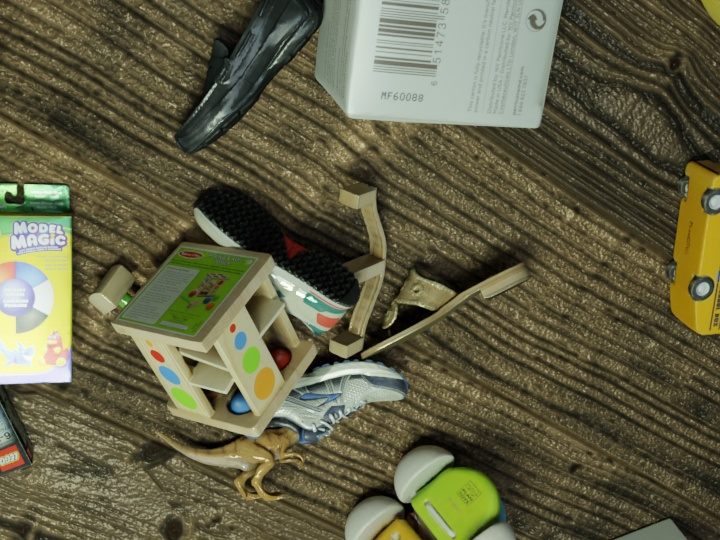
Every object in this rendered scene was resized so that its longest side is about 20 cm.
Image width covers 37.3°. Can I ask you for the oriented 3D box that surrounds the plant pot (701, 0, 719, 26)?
[{"bbox_3d":[0.474,-0.318,1.085,0.200,0.189,0.201,-4,113,-11],"label":"plant pot"}]

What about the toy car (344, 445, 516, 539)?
[{"bbox_3d":[0.096,0.324,1.291,0.200,0.175,0.150,-47,149,8],"label":"toy car"}]

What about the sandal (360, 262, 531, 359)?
[{"bbox_3d":[0.083,0.024,1.209,0.211,0.078,0.070,-26,83,1],"label":"sandal"}]

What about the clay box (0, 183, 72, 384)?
[{"bbox_3d":[-0.350,0.013,1.082,0.115,0.048,0.201,-1,101,-15],"label":"clay box"}]

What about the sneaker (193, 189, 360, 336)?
[{"bbox_3d":[-0.102,0.001,1.135,0.200,0.070,0.093,33,130,-5],"label":"sneaker"}]

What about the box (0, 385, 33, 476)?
[{"bbox_3d":[-0.472,0.181,1.144,0.200,0.040,0.137,-21,116,-5],"label":"box"}]

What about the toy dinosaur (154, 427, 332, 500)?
[{"bbox_3d":[-0.132,0.216,1.242,0.199,0.060,0.107,-10,90,-15],"label":"toy dinosaur"}]

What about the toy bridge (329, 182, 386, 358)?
[{"bbox_3d":[0.000,0.000,1.173,0.067,0.027,0.200,-25,127,-47],"label":"toy bridge"}]

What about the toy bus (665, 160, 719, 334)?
[{"bbox_3d":[0.415,-0.027,1.258,0.078,0.065,0.201,-4,113,-12],"label":"toy bus"}]

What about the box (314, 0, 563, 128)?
[{"bbox_3d":[0.073,-0.255,1.024,0.199,0.171,0.200,2,111,-15],"label":"box"}]

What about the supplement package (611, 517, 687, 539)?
[{"bbox_3d":[0.353,0.434,1.405,0.200,0.117,0.118,-19,115,-4],"label":"supplement package"}]

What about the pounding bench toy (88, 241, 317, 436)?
[{"bbox_3d":[-0.172,0.070,1.117,0.124,0.200,0.156,-54,137,-34],"label":"pounding bench toy"}]

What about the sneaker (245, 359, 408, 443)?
[{"bbox_3d":[-0.044,0.155,1.201,0.199,0.085,0.077,-4,154,-5],"label":"sneaker"}]

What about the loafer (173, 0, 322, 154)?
[{"bbox_3d":[-0.122,-0.202,1.062,0.070,0.068,0.201,41,101,-5],"label":"loafer"}]
